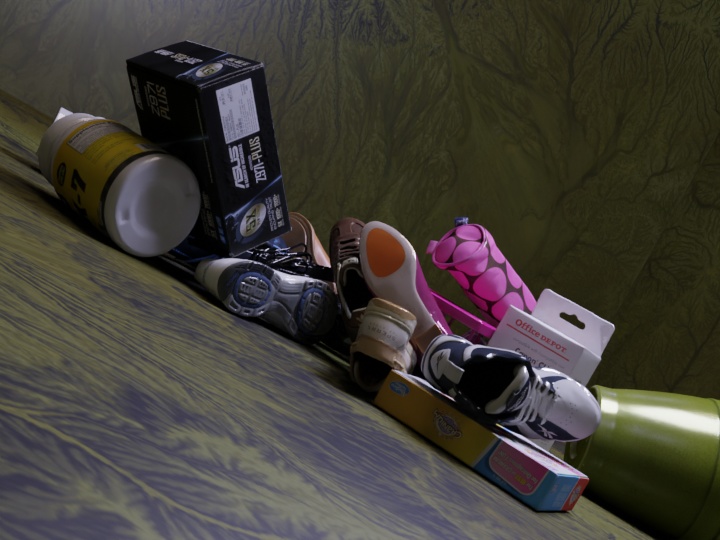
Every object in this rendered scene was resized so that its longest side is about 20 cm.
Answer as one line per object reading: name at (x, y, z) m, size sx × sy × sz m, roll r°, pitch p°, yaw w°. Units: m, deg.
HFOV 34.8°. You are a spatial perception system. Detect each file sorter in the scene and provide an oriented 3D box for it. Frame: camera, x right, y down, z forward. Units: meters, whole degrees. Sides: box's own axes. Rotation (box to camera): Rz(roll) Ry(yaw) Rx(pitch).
file sorter at (0.073, 0.087, 1.474) m, size 0.199 × 0.126 × 0.139 m, roll 31°, pitch 2°, yaw 31°

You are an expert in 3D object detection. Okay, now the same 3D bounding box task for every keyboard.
keyboard at (-0.102, -0.022, 1.379) m, size 0.199 × 0.040 × 0.104 m, roll 12°, pitch 5°, yaw -44°

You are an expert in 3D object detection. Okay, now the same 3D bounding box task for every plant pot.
plant pot at (0.372, 0.238, 1.488) m, size 0.191 × 0.202 × 0.200 m, roll 18°, pitch 1°, yaw 0°

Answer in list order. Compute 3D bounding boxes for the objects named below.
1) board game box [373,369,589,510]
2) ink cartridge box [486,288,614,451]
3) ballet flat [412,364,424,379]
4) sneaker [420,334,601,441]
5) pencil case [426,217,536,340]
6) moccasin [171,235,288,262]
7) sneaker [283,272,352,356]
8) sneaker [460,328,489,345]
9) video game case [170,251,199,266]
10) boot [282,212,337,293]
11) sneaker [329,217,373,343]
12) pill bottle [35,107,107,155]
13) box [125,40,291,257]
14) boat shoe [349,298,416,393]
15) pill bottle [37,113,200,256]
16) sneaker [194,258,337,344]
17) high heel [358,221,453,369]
board game box at (0.126, 0.175, 1.179) m, size 0.199 × 0.041 × 0.153 m, roll 31°, pitch 2°, yaw 26°
ink cartridge box at (0.207, 0.124, 1.389) m, size 0.116 × 0.201 × 0.067 m, roll 30°, pitch 1°, yaw 33°
ballet flat at (0.087, 0.132, 1.337) m, size 0.199 × 0.057 × 0.066 m, roll 27°, pitch 27°, yaw 12°
sneaker at (0.161, 0.128, 1.144) m, size 0.198 × 0.080 × 0.130 m, roll 30°, pitch 3°, yaw -8°
pencil case at (0.171, 0.027, 1.533) m, size 0.093 × 0.091 × 0.200 m, roll -10°, pitch -49°, yaw 36°
moccasin at (-0.159, -0.036, 1.438) m, size 0.199 × 0.081 × 0.068 m, roll 4°, pitch 28°, yaw -45°
sneaker at (-0.050, 0.055, 1.409) m, size 0.199 × 0.077 × 0.084 m, roll 20°, pitch 5°, yaw 14°
sneaker at (0.115, 0.116, 1.601) m, size 0.200 × 0.115 × 0.073 m, roll 29°, pitch 3°, yaw 23°
video game case at (-0.172, 0.001, 1.568) m, size 0.199 × 0.026 × 0.181 m, roll 29°, pitch 2°, yaw -14°
boot at (-0.053, 0.022, 1.612) m, size 0.155 × 0.073 × 0.201 m, roll 50°, pitch 8°, yaw -50°
sneaker at (0.000, 0.000, 1.355) m, size 0.076 × 0.070 × 0.201 m, roll 71°, pitch 3°, yaw -51°
pill bottle at (-0.335, -0.139, 1.564) m, size 0.199 × 0.105 × 0.104 m, roll 29°, pitch 2°, yaw -18°
box at (-0.169, -0.139, 1.286) m, size 0.086 × 0.201 × 0.163 m, roll -26°, pitch 33°, yaw -30°
boat shoe at (0.017, 0.096, 1.224) m, size 0.073 × 0.070 × 0.200 m, roll 23°, pitch -21°, yaw 12°
pill bottle at (-0.274, -0.102, 1.279) m, size 0.114 × 0.115 × 0.200 m, roll 28°, pitch 2°, yaw -46°
sneaker at (-0.102, 0.024, 1.301) m, size 0.087 × 0.075 × 0.200 m, roll 23°, pitch -5°, yaw 44°
high heel at (0.059, 0.038, 1.308) m, size 0.201 × 0.067 × 0.096 m, roll 56°, pitch -2°, yaw 26°
